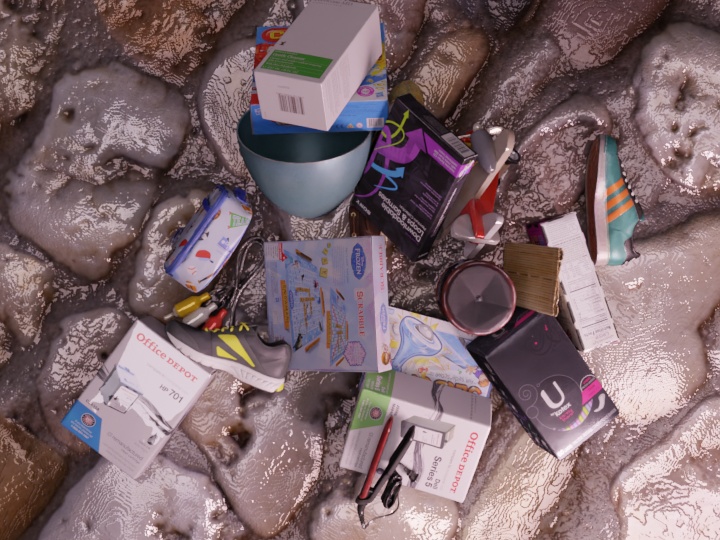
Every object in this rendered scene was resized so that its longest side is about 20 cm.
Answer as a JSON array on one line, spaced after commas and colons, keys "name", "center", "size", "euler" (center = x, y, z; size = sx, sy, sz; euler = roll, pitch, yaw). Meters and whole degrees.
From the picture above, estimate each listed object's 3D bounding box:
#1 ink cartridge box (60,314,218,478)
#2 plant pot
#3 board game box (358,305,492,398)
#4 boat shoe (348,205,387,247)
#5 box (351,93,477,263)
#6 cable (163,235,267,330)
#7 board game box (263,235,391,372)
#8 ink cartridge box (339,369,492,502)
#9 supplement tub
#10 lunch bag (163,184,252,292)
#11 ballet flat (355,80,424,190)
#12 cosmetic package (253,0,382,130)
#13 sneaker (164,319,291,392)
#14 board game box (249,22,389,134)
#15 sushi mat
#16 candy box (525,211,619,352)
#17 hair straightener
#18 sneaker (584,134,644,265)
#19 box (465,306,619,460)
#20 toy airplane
[{"name": "ink cartridge box", "center": [-0.336, 0.191, 1.685], "size": [0.146, 0.086, 0.200], "euler": [36, 93, 0]}, {"name": "plant pot", "center": [-0.080, -0.158, 1.639], "size": [0.199, 0.201, 0.135], "euler": [-1, 128, 1]}, {"name": "board game box", "center": [0.109, 0.141, 1.702], "size": [0.199, 0.034, 0.136], "euler": [14, 91, 0]}, {"name": "boat shoe", "center": [0.000, 0.000, 1.685], "size": [0.070, 0.070, 0.201], "euler": [7, 83, -6]}, {"name": "box", "center": [0.072, -0.129, 1.567], "size": [0.143, 0.036, 0.200], "euler": [45, 135, 23]}, {"name": "cable", "center": [-0.203, 0.040, 1.696], "size": [0.200, 0.050, 0.097], "euler": [-44, 92, 3]}, {"name": "board game box", "center": [-0.051, 0.051, 1.653], "size": [0.199, 0.041, 0.201], "euler": [-1, 92, 32]}, {"name": "ink cartridge box", "center": [0.084, 0.244, 1.658], "size": [0.199, 0.084, 0.146], "euler": [16, 115, 0]}, {"name": "supplement tub", "center": [0.165, 0.036, 1.617], "size": [0.106, 0.200, 0.108], "euler": [0, 92, 0]}, {"name": "lunch bag", "center": [-0.223, -0.054, 1.627], "size": [0.075, 0.200, 0.161], "euler": [33, 92, -13]}, {"name": "ballet flat", "center": [0.047, -0.197, 1.682], "size": [0.070, 0.071, 0.201], "euler": [23, 91, 0]}, {"name": "cosmetic package", "center": [-0.055, -0.291, 1.534], "size": [0.107, 0.085, 0.200], "euler": [12, 48, 19]}, {"name": "sneaker", "center": [-0.195, 0.109, 1.655], "size": [0.199, 0.074, 0.085], "euler": [25, 93, -11]}, {"name": "board game box", "center": [-0.059, -0.286, 1.627], "size": [0.199, 0.056, 0.196], "euler": [-2, 46, 0]}, {"name": "sushi mat", "center": [0.249, 0.009, 1.619], "size": [0.012, 0.200, 0.096], "euler": [6, 93, -15]}, {"name": "candy box", "center": [0.315, 0.016, 1.647], "size": [0.061, 0.136, 0.201], "euler": [-18, 91, 0]}, {"name": "hair straightener", "center": [0.045, 0.309, 1.623], "size": [0.077, 0.041, 0.201], "euler": [20, 116, 0]}, {"name": "sneaker", "center": [0.390, -0.108, 1.682], "size": [0.080, 0.071, 0.201], "euler": [-2, 96, -4]}, {"name": "box", "center": [0.271, 0.162, 1.644], "size": [0.122, 0.106, 0.200], "euler": [-38, 100, -6]}, {"name": "toy airplane", "center": [0.150, -0.121, 1.616], "size": [0.141, 0.199, 0.201], "euler": [25, 94, -12]}]
